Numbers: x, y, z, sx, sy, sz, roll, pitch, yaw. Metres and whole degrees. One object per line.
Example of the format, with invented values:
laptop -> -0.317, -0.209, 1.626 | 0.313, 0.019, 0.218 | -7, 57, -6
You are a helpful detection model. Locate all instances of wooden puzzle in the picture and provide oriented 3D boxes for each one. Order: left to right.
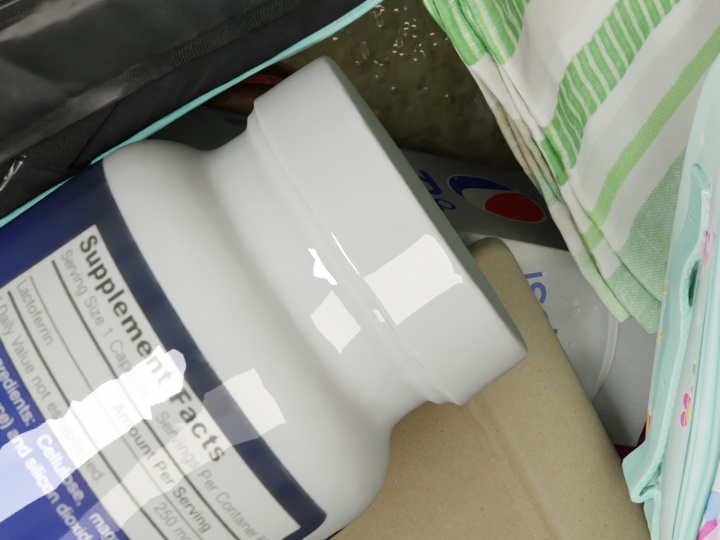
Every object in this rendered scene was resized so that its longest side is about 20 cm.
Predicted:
wooden puzzle -> -0.013, 0.096, 0.799 | 0.199, 0.037, 0.185 | -28, 127, 2

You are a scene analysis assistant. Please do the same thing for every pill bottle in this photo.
pill bottle -> -0.064, 0.038, 0.678 | 0.199, 0.116, 0.116 | -34, 124, 3

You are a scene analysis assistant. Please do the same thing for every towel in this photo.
towel -> 0.083, -0.094, 0.735 | 0.153, 0.023, 0.200 | -53, 137, -16

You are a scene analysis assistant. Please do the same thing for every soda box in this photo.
soda box -> 0.000, 0.000, 0.800 | 0.199, 0.068, 0.064 | 10, 111, -27

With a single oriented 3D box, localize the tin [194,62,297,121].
tin -> -0.048, 0.028, 0.857 | 0.111, 0.042, 0.201 | -8, 118, -23

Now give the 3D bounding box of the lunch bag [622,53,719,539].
lunch bag -> 0.160, 0.028, 0.759 | 0.159, 0.077, 0.201 | 0, 115, -9

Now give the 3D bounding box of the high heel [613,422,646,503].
high heel -> 0.008, 0.063, 0.837 | 0.199, 0.068, 0.096 | -17, 133, 2

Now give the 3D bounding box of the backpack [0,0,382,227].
backpack -> -0.079, -0.127, 0.692 | 0.199, 0.153, 0.176 | -25, 124, -6
